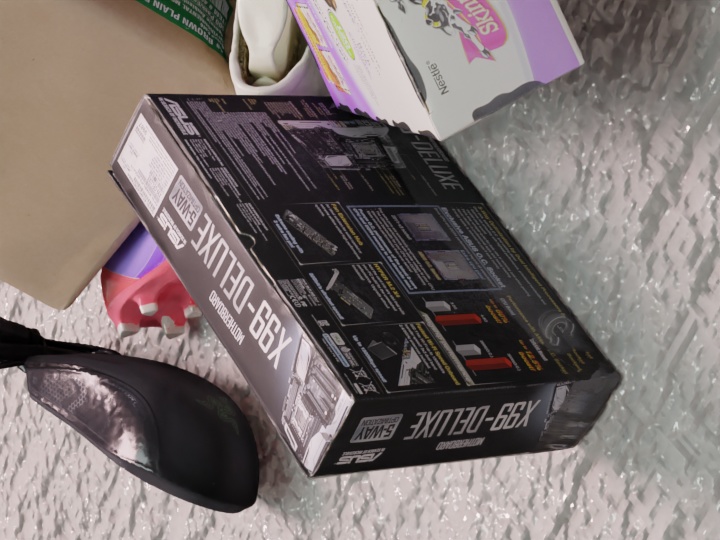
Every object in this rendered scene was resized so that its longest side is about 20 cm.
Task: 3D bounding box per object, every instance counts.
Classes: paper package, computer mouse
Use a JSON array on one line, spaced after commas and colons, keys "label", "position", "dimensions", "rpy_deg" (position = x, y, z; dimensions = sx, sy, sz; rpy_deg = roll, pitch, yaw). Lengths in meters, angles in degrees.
[{"label": "paper package", "position": [-0.187, -0.106, 1.243], "dimensions": [0.191, 0.200, 0.104], "rpy_deg": [-47, 24, 32]}, {"label": "computer mouse", "position": [-0.126, 0.065, 1.287], "dimensions": [0.200, 0.138, 0.053], "rpy_deg": [29, 96, 37]}]

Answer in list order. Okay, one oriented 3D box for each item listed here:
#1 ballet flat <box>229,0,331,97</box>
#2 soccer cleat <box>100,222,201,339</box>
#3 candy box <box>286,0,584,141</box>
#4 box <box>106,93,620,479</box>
[{"label": "ballet flat", "position": [-0.032, -0.168, 1.166], "dimensions": [0.069, 0.069, 0.200], "rpy_deg": [-2, 81, 50]}, {"label": "soccer cleat", "position": [-0.080, -0.033, 1.256], "dimensions": [0.200, 0.067, 0.077], "rpy_deg": [-41, 56, 46]}, {"label": "candy box", "position": [0.004, -0.151, 1.029], "dimensions": [0.168, 0.071, 0.200], "rpy_deg": [64, 172, -13]}, {"label": "box", "position": [0.000, 0.000, 1.085], "dimensions": [0.200, 0.158, 0.050], "rpy_deg": [54, 130, 33]}]
